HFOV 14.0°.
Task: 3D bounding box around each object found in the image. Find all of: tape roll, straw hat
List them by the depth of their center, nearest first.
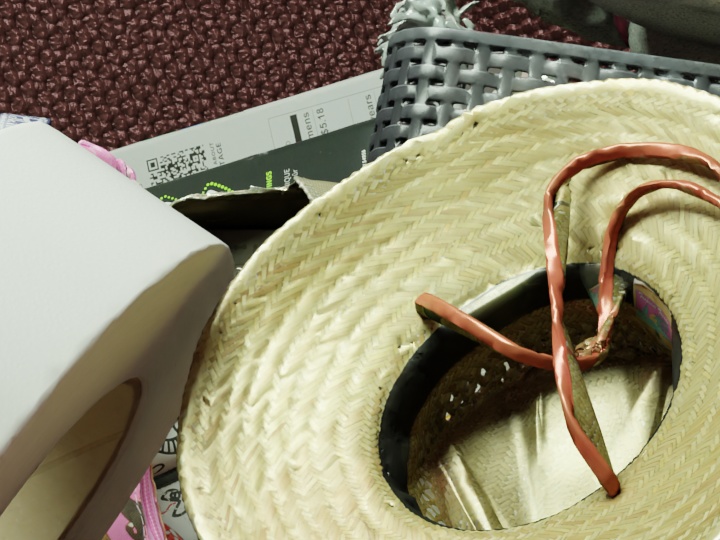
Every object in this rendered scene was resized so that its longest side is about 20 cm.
[{"bbox_3d":[0.055,0.048,0.845,0.201,0.201,0.085,-15,-41,12],"label":"straw hat"},{"bbox_3d":[-0.123,0.057,0.878,0.203,0.071,0.202,-54,-9,-12],"label":"tape roll"}]

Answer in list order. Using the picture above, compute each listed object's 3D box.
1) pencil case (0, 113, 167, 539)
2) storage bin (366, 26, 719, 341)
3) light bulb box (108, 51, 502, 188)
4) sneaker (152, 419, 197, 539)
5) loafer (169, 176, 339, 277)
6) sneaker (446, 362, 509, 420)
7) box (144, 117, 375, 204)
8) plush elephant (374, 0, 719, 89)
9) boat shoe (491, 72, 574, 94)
[{"bbox_3d":[-0.117,0.048,1.063,0.083,0.200,0.086,7,-22,-37],"label":"pencil case"},{"bbox_3d":[0.102,-0.009,1.023,0.200,0.094,0.135,8,-15,7],"label":"storage bin"},{"bbox_3d":[-0.002,0.011,1.440,0.200,0.199,0.125,-14,-3,24],"label":"light bulb box"},{"bbox_3d":[-0.034,0.069,1.156,0.201,0.108,0.067,-15,0,-24],"label":"sneaker"},{"bbox_3d":[0.000,0.000,1.159,0.200,0.076,0.068,-7,-24,12],"label":"loafer"},{"bbox_3d":[0.012,0.066,1.027,0.075,0.090,0.200,-16,1,-29],"label":"sneaker"},{"bbox_3d":[-0.037,0.037,1.293,0.200,0.125,0.149,-15,-27,22],"label":"box"},{"bbox_3d":[0.116,-0.120,1.051,0.155,0.200,0.165,30,-6,22],"label":"plush elephant"},{"bbox_3d":[0.153,-0.047,1.274,0.201,0.060,0.072,27,10,7],"label":"boat shoe"}]
